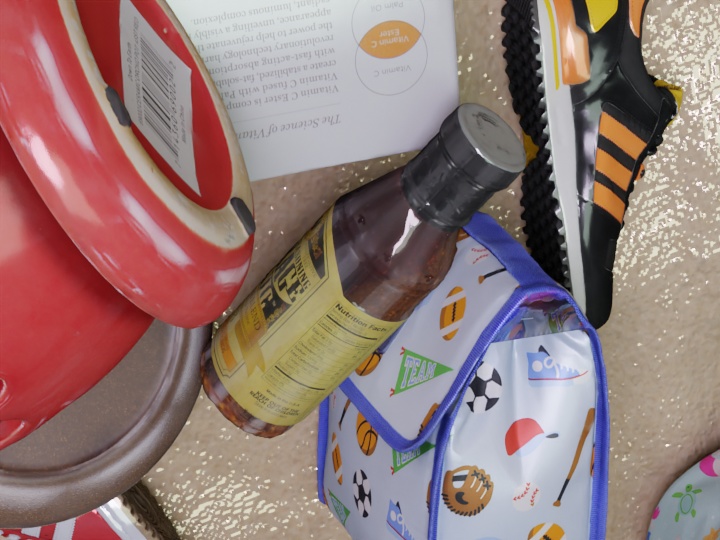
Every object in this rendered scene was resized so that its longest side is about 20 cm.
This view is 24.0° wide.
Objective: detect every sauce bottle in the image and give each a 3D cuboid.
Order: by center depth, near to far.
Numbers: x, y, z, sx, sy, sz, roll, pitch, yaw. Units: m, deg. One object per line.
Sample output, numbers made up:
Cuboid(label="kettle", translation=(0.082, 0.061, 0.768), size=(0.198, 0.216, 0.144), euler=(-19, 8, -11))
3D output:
Cuboid(label="sauce bottle", translation=(0.000, 0.000, 0.796), size=(0.066, 0.066, 0.200), euler=(27, 124, -26))

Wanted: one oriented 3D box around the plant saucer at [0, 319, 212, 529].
Cuboid(label="plant saucer", translation=(-0.158, 0.024, 0.811), size=(0.198, 0.032, 0.203), euler=(1, 88, -27))

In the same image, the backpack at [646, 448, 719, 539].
Cuboid(label="backpack", translation=(0.277, 0.175, 1.006), size=(0.198, 0.151, 0.179), euler=(-24, 119, -1))

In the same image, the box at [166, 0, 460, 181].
Cuboid(label="box", translation=(-0.045, -0.153, 0.773), size=(0.150, 0.106, 0.202), euler=(-11, 115, -14))

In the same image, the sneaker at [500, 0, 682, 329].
Cuboid(label="sneaker", translation=(0.132, -0.062, 0.892), size=(0.089, 0.070, 0.202), euler=(-14, 114, -8))

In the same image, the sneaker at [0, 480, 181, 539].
Cuboid(label="sneaker", translation=(-0.184, 0.122, 0.867), size=(0.112, 0.071, 0.200), euler=(-44, 111, -1))

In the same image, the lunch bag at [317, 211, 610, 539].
Cuboid(label="lunch bag", translation=(0.047, 0.067, 0.865), size=(0.122, 0.170, 0.202), euler=(-6, 116, -21))

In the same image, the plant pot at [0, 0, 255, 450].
Cuboid(label="plant pot", translation=(-0.154, -0.036, 0.652), size=(0.181, 0.201, 0.201), euler=(-28, 120, 16))
